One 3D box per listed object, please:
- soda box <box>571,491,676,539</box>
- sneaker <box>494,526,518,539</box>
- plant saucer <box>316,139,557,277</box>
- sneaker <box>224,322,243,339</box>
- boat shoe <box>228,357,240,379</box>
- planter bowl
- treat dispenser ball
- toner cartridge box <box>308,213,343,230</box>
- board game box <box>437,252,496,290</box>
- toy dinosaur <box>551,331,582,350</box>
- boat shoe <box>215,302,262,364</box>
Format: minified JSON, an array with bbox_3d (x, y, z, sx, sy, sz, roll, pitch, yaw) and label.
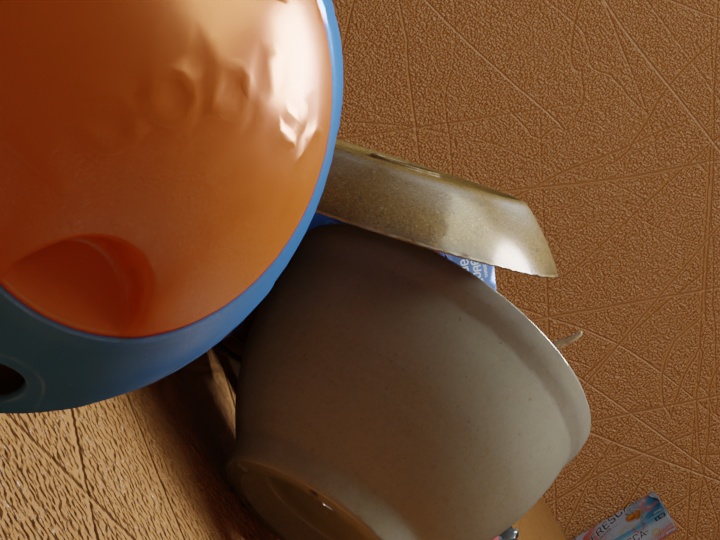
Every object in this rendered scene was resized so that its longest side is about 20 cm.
[{"bbox_3d":[0.514,0.521,3.340,0.069,0.199,0.064,55,6,-31],"label":"soda box"},{"bbox_3d":[0.049,0.242,1.085,0.201,0.097,0.071,-70,146,-53],"label":"sneaker"},{"bbox_3d":[0.020,-0.043,0.952,0.199,0.036,0.200,17,5,-2],"label":"plant saucer"},{"bbox_3d":[-0.117,-0.031,1.003,0.089,0.080,0.201,73,-9,-50],"label":"sneaker"},{"bbox_3d":[-0.035,0.087,1.131,0.201,0.071,0.063,64,0,22],"label":"boat shoe"},{"bbox_3d":[0.008,0.091,0.943,0.199,0.135,0.201,30,-26,16],"label":"planter bowl"},{"bbox_3d":[-0.105,-0.058,0.519,0.202,0.200,0.201,59,5,-8],"label":"treat dispenser ball"},{"bbox_3d":[0.000,0.000,1.079,0.095,0.043,0.200,56,-12,-33],"label":"toner cartridge box"},{"bbox_3d":[0.064,0.060,1.220,0.135,0.034,0.202,178,-94,-73],"label":"board game box"},{"bbox_3d":[0.068,0.112,1.124,0.106,0.060,0.201,26,58,-12],"label":"toy dinosaur"},{"bbox_3d":[-0.102,-0.015,1.097,0.200,0.072,0.068,50,1,33],"label":"boat shoe"}]
